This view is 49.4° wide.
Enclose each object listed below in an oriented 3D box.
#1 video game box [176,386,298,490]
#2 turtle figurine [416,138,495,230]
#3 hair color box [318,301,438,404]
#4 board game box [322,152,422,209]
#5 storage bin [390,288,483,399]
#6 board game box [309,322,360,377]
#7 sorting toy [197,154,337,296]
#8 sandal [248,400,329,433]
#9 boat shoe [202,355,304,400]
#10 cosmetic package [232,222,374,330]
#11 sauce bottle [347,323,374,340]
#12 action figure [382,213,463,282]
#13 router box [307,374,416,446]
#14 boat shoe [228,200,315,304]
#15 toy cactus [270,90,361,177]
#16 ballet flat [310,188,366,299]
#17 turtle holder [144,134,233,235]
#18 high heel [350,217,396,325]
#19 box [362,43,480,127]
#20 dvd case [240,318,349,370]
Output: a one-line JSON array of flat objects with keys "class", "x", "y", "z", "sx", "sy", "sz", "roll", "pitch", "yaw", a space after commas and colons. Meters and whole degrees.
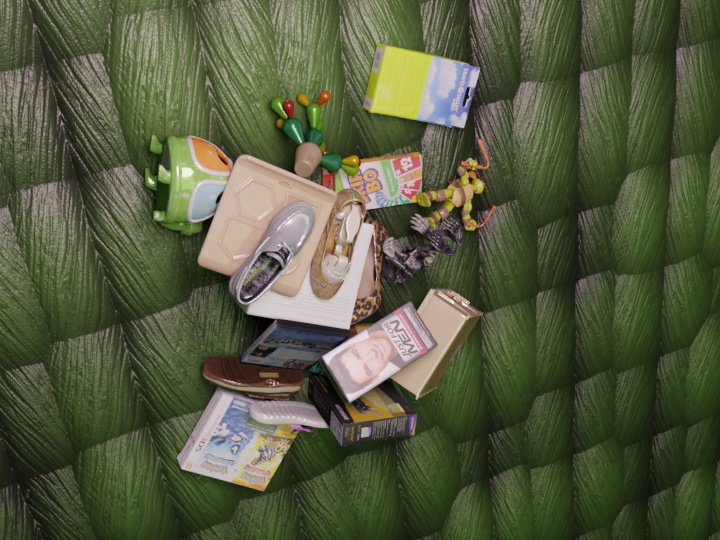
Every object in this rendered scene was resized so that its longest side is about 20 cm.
[{"class": "video game box", "x": -0.242, "y": 0.344, "z": 1.595, "sx": 0.200, "sy": 0.047, "sz": 0.182, "roll": 25, "pitch": 102, "yaw": -31}, {"class": "turtle figurine", "x": 0.188, "y": -0.156, "z": 1.549, "sx": 0.161, "sy": 0.064, "sz": 0.200, "roll": -26, "pitch": 132, "yaw": -23}, {"class": "hair color box", "x": 0.033, "y": 0.154, "z": 1.460, "sx": 0.200, "sy": 0.061, "sz": 0.099, "roll": -31, "pitch": 83, "yaw": -15}, {"class": "board game box", "x": 0.024, "y": -0.167, "z": 1.499, "sx": 0.199, "sy": 0.030, "sz": 0.096, "roll": -9, "pitch": 116, "yaw": -17}, {"class": "storage bin", "x": 0.151, "y": 0.145, "z": 1.604, "sx": 0.200, "sy": 0.094, "sz": 0.198, "roll": -59, "pitch": 164, "yaw": 9}, {"class": "board game box", "x": -0.074, "y": 0.108, "z": 1.574, "sx": 0.135, "sy": 0.028, "sz": 0.200, "roll": 24, "pitch": 101, "yaw": -30}, {"class": "sorting toy", "x": -0.156, "y": -0.072, "z": 1.315, "sx": 0.185, "sy": 0.036, "sz": 0.200, "roll": 21, "pitch": 98, "yaw": -23}, {"class": "sandal", "x": -0.137, "y": 0.297, "z": 1.561, "sx": 0.202, "sy": 0.082, "sz": 0.050, "roll": 15, "pitch": 105, "yaw": -32}, {"class": "boat shoe", "x": -0.215, "y": 0.223, "z": 1.540, "sx": 0.202, "sy": 0.075, "sz": 0.075, "roll": 12, "pitch": 131, "yaw": -18}, {"class": "cosmetic package", "x": -0.106, "y": -0.012, "z": 1.429, "sx": 0.199, "sy": 0.123, "sz": 0.201, "roll": 12, "pitch": 95, "yaw": -24}, {"class": "sauce bottle", "x": -0.017, "y": 0.136, "z": 1.558, "sx": 0.199, "sy": 0.066, "sz": 0.066, "roll": 4, "pitch": 110, "yaw": -26}, {"class": "action figure", "x": 0.108, "y": -0.048, "z": 1.498, "sx": 0.102, "sy": 0.200, "sz": 0.119, "roll": 48, "pitch": 57, "yaw": -10}, {"class": "router box", "x": 0.000, "y": 0.269, "z": 1.578, "sx": 0.157, "sy": 0.200, "sz": 0.052, "roll": -4, "pitch": 112, "yaw": -23}, {"class": "boat shoe", "x": -0.137, "y": -0.024, "z": 1.276, "sx": 0.070, "sy": 0.072, "sz": 0.201, "roll": 39, "pitch": 90, "yaw": -25}, {"class": "toy cactus", "x": -0.075, "y": -0.219, "z": 1.352, "sx": 0.102, "sy": 0.165, "sz": 0.200, "roll": -27, "pitch": 120, "yaw": 27}, {"class": "ballet flat", "x": -0.037, "y": -0.042, "z": 1.349, "sx": 0.070, "sy": 0.065, "sz": 0.201, "roll": 9, "pitch": 98, "yaw": -24}, {"class": "turtle holder", "x": -0.285, "y": -0.132, "z": 1.308, "sx": 0.131, "sy": 0.141, "sz": 0.186, "roll": -1, "pitch": 110, "yaw": -25}, {"class": "high heel", "x": 0.000, "y": 0.000, "z": 1.498, "sx": 0.200, "sy": 0.071, "sz": 0.143, "roll": -55, "pitch": 137, "yaw": -40}, {"class": "box", "x": 0.113, "y": -0.339, "z": 1.447, "sx": 0.199, "sy": 0.048, "sz": 0.122, "roll": 5, "pitch": 111, "yaw": -26}, {"class": "dvd case", "x": -0.125, "y": 0.142, "z": 1.464, "sx": 0.142, "sy": 0.018, "sz": 0.200, "roll": 10, "pitch": 151, "yaw": -25}]
